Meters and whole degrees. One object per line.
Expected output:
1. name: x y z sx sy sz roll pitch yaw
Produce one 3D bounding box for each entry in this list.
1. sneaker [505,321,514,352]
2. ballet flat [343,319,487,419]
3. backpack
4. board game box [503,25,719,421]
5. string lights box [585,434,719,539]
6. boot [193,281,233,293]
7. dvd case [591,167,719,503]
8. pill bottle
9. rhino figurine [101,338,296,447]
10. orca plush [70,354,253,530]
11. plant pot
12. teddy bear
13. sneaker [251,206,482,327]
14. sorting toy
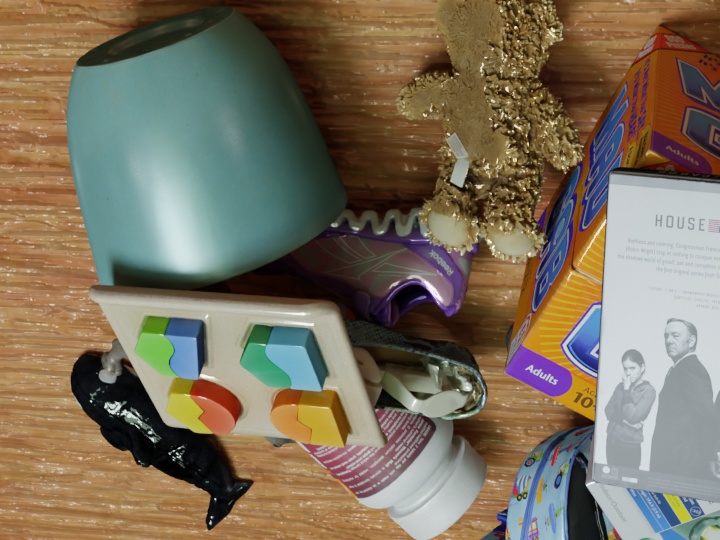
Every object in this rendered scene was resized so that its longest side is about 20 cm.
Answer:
1. sneaker: 0.211 0.084 1.183 0.197 0.080 0.074 17 124 5
2. ballet flat: 0.017 0.081 1.145 0.198 0.075 0.075 5 129 -29
3. backpack: 0.180 0.222 1.221 0.133 0.182 0.203 0 105 40
4. board game box: 0.242 -0.008 1.046 0.198 0.201 0.201 27 124 -4
5. string lights box: 0.259 0.125 0.967 0.198 0.059 0.103 -28 109 27
6. boot: -0.145 0.035 1.211 0.201 0.074 0.108 57 148 25
7. dvd case: 0.220 0.044 0.903 0.148 0.025 0.203 7 105 23
8. pill bottle: 0.008 0.127 1.242 0.109 0.110 0.200 -36 106 30
9. rhino figurine: -0.121 0.097 1.287 0.199 0.060 0.088 33 126 -9
10. orca plush: -0.191 0.164 1.337 0.104 0.071 0.201 -23 113 25
11. plant pot: -0.125 -0.099 1.095 0.198 0.201 0.163 -10 111 20
12. teddy bear: 0.097 -0.105 1.082 0.144 0.066 0.203 -8 96 38
13. sneaker: 0.000 0.000 1.167 0.197 0.080 0.090 -1 79 15
14. sorting toy: -0.086 0.078 1.074 0.182 0.037 0.201 3 147 18
